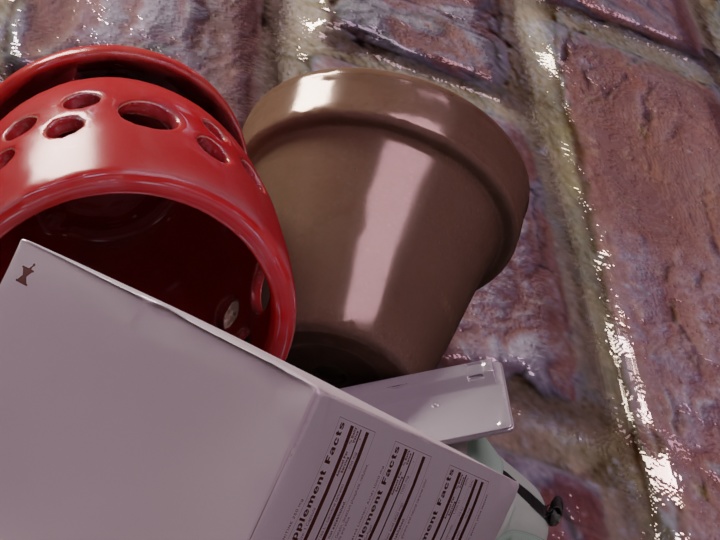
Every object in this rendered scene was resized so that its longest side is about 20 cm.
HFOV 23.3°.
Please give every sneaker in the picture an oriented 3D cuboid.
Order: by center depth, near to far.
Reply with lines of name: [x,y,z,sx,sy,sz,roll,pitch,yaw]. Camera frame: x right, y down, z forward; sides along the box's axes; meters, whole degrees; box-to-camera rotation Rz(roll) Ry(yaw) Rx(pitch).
sneaker: [0.065,0.185,1.020,0.118,0.073,0.202,39,46,-30]

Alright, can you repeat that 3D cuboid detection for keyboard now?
keyboard: [-0.009,0.093,1.035,0.198,0.011,0.057,-12,47,4]

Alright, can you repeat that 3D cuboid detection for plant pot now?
plant pot: [-0.146,-0.021,1.009,0.198,0.202,0.183,13,34,-23]
plant pot: [0.000,0.000,1.124,0.198,0.201,0.176,22,54,-11]

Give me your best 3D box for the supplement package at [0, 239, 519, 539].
supplement package: [-0.069,0.109,0.822,0.190,0.148,0.200,24,-4,34]
